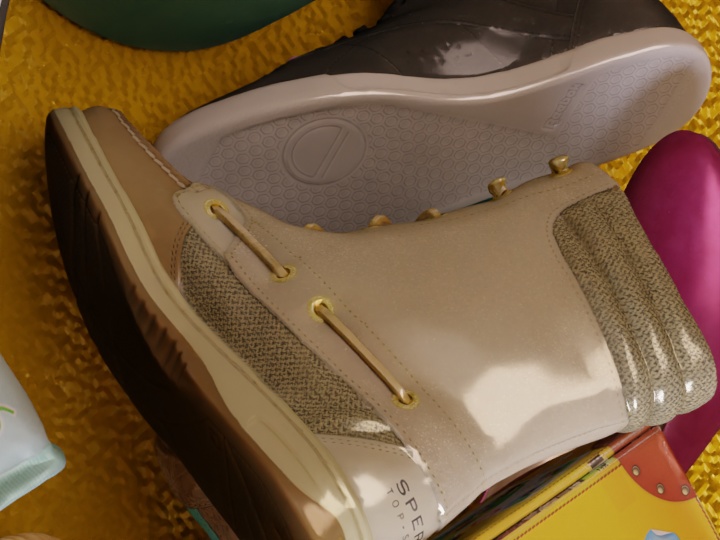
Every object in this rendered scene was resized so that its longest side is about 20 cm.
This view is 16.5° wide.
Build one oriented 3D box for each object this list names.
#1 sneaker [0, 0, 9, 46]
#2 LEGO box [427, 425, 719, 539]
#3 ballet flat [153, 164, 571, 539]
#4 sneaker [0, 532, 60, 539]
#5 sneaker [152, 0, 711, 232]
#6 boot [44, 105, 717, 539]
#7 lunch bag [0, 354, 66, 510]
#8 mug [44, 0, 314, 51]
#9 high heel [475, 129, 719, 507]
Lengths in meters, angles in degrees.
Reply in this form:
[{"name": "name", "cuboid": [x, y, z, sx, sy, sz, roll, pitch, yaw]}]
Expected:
[{"name": "sneaker", "cuboid": [-0.162, -0.099, 0.730, 0.120, 0.084, 0.202, 13, 100, -20]}, {"name": "LEGO box", "cuboid": [0.043, 0.157, 0.735, 0.199, 0.077, 0.150, -29, 89, -40]}, {"name": "ballet flat", "cuboid": [0.016, 0.037, 0.851, 0.200, 0.068, 0.073, -35, 118, -34]}, {"name": "sneaker", "cuboid": [-0.124, 0.150, 0.686, 0.087, 0.076, 0.200, 38, 38, 8]}, {"name": "sneaker", "cuboid": [0.014, -0.074, 0.876, 0.198, 0.071, 0.100, -14, 49, -13]}, {"name": "boot", "cuboid": [0.000, 0.000, 0.777, 0.154, 0.072, 0.200, -24, 51, -20]}, {"name": "lunch bag", "cuboid": [-0.209, 0.044, 0.663, 0.200, 0.122, 0.171, -37, 101, -26]}, {"name": "mug", "cuboid": [-0.035, -0.169, 0.830, 0.185, 0.114, 0.152, -43, 102, -32]}, {"name": "high heel", "cuboid": [0.072, 0.050, 0.844, 0.095, 0.067, 0.202, -2, 114, -42]}]
